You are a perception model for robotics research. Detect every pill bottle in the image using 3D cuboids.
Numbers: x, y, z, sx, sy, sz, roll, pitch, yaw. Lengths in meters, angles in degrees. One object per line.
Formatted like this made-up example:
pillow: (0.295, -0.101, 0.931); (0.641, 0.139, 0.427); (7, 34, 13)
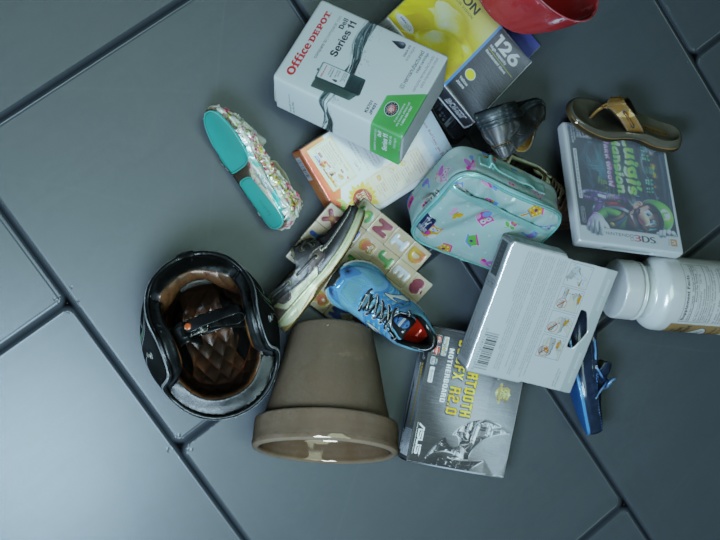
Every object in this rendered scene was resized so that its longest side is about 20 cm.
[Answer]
pill bottle: (0.473, 0.036, 1.676); (0.199, 0.114, 0.115); (5, 89, -15)

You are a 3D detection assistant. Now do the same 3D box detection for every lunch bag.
lunch bag: (0.174, -0.085, 1.558); (0.199, 0.160, 0.077); (20, 46, -25)

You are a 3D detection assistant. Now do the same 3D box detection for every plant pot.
plant pot: (-0.044, 0.164, 1.511); (0.199, 0.200, 0.175); (8, 69, -16)

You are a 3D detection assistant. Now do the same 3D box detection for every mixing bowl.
mixing bowl: (0.237, -0.418, 1.590); (0.200, 0.108, 0.201); (22, 53, -33)

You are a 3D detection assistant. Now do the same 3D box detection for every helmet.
helmet: (-0.196, 0.089, 1.449); (0.199, 0.191, 0.201); (-2, 55, 2)

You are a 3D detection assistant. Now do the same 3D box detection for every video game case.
video game case: (0.389, -0.121, 1.654); (0.181, 0.023, 0.201); (6, 65, -20)

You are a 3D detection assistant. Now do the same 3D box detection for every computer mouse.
computer mouse: (0.157, -0.191, 1.633); (0.059, 0.034, 0.200); (-45, 107, -22)

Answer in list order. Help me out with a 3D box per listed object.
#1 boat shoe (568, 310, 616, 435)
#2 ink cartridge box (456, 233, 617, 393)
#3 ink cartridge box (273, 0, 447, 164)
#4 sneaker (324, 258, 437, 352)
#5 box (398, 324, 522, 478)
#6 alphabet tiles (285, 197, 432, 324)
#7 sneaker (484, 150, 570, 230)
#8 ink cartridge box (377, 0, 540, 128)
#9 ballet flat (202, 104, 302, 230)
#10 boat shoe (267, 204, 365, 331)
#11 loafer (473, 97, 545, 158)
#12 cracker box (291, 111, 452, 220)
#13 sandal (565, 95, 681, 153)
boat shoe: (0.348, 0.146, 1.657); (0.068, 0.084, 0.201); (-10, 96, -4)
ink cartridge box: (0.251, 0.063, 1.573); (0.173, 0.044, 0.201); (14, 105, -20)
ink cartridge box: (-0.001, -0.259, 1.510); (0.199, 0.083, 0.147); (26, 71, 9)
sneaker: (0.038, 0.052, 1.521); (0.200, 0.090, 0.079); (31, 94, -34)
box: (0.151, 0.192, 1.620); (0.158, 0.048, 0.201); (13, 87, -15)
alphabet tiles: (0.000, 0.000, 1.562); (0.200, 0.006, 0.167); (38, 98, -22)
sneaker: (0.259, -0.114, 1.623); (0.200, 0.075, 0.071); (25, 80, -25)
ink cartridge box: (0.154, -0.344, 1.601); (0.198, 0.047, 0.200); (47, 69, -11)
ballet flat: (-0.147, -0.148, 1.534); (0.064, 0.076, 0.200); (-42, 108, -43)
boat shoe: (-0.067, -0.011, 1.500); (0.065, 0.073, 0.200); (34, 95, -4)
loafer: (0.221, -0.204, 1.583); (0.200, 0.073, 0.073); (-23, 97, -57)
cracker box: (0.022, -0.164, 1.577); (0.200, 0.058, 0.134); (-32, 100, -12)
sandal: (0.403, -0.229, 1.665); (0.199, 0.055, 0.082); (14, 44, -12)
